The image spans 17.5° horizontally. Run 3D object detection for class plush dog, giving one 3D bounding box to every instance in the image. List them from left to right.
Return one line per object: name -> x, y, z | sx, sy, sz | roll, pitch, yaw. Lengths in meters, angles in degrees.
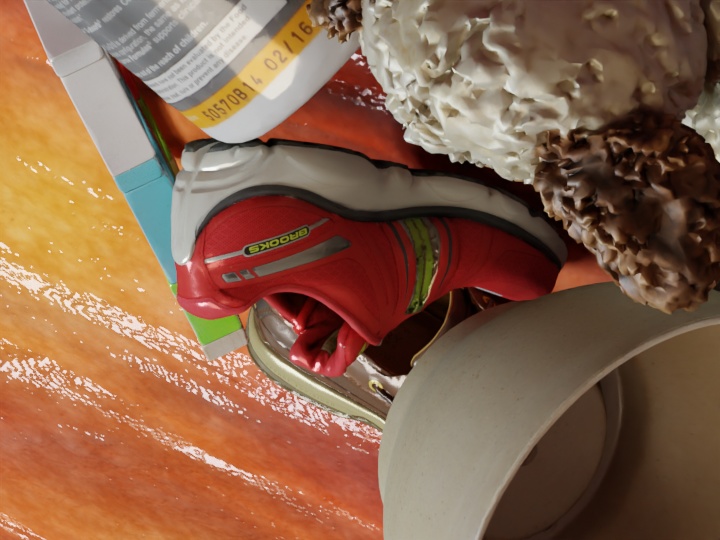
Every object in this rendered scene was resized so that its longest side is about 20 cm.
plush dog -> 0.079, -0.081, 0.705 | 0.200, 0.172, 0.161 | 40, 139, 26

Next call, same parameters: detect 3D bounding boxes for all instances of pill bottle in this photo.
pill bottle -> -0.082, -0.146, 0.805 | 0.200, 0.116, 0.116 | 40, 145, -17

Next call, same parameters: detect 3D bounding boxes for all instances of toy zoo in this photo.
toy zoo -> -0.102, -0.072, 0.927 | 0.020, 0.131, 0.200 | -25, 132, -1

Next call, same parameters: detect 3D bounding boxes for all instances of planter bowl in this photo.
planter bowl -> 0.089, 0.087, 0.896 | 0.135, 0.200, 0.200 | 35, 163, 54

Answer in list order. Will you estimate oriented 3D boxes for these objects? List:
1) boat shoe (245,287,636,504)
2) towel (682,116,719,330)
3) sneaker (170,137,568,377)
boat shoe -> 0.041, 0.044, 1.008 | 0.200, 0.072, 0.068 | 24, 149, 12
towel -> 0.176, -0.037, 0.835 | 0.200, 0.035, 0.133 | -9, 133, 45
sneaker -> 0.000, 0.000, 0.911 | 0.200, 0.085, 0.077 | 10, 178, -44
